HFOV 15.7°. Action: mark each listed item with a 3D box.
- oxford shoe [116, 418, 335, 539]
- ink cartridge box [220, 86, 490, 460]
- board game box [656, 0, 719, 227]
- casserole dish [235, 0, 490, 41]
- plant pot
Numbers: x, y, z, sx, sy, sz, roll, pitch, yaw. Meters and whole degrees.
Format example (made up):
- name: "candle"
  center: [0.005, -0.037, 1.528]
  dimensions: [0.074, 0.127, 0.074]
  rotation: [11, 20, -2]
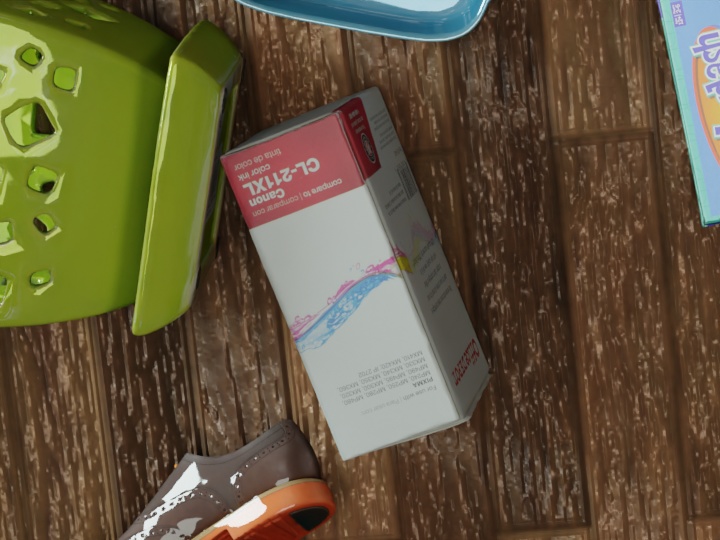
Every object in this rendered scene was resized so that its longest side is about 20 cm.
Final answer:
- name: "oxford shoe"
  center: [-0.111, 0.163, 1.699]
  dimensions: [0.200, 0.071, 0.073]
  rotation: [-26, 65, 15]
- name: "ink cartridge box"
  center: [0.000, 0.000, 1.605]
  dimensions: [0.083, 0.146, 0.201]
  rotation: [-20, 96, 12]
- name: "board game box"
  center: [0.291, -0.121, 1.597]
  dimensions: [0.199, 0.045, 0.153]
  rotation: [-11, 98, 9]
- name: "casserole dish"
  center: [0.000, -0.211, 1.627]
  dimensions: [0.199, 0.039, 0.122]
  rotation: [11, 100, 5]
- name: "plant pot"
  center: [-0.173, -0.068, 1.596]
  dimensions: [0.181, 0.200, 0.200]
  rotation: [9, 102, 0]
